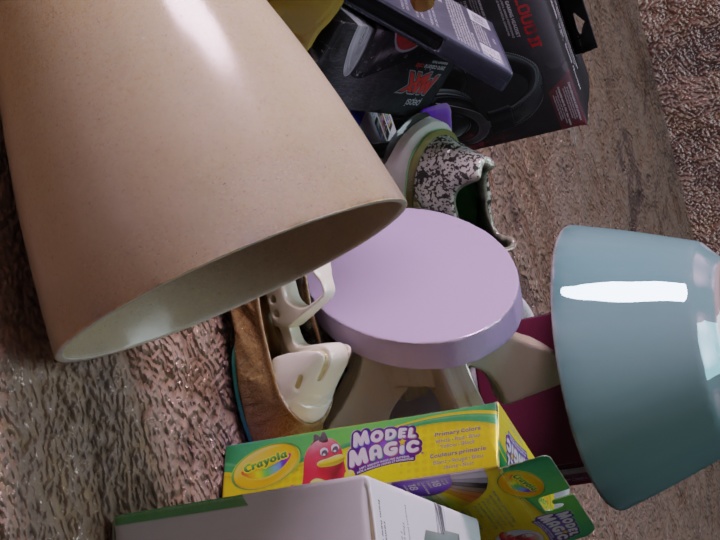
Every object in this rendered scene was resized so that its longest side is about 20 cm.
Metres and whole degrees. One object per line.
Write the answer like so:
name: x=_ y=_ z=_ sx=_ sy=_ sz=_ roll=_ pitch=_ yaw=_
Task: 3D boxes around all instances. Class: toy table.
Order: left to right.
toy table: x=0.043 y=0.049 z=1.223 sx=0.200 sy=0.183 sz=0.117 roll=-113 pitch=-171 yaw=-63

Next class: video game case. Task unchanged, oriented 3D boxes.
video game case: x=0.011 y=-0.197 z=1.301 sx=0.200 sy=0.019 sz=0.143 roll=27 pitch=18 yaw=-12

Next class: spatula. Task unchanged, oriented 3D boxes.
spatula: x=0.013 y=-0.085 z=1.340 sx=0.200 sy=0.021 sz=0.057 roll=-12 pitch=100 yaw=-49

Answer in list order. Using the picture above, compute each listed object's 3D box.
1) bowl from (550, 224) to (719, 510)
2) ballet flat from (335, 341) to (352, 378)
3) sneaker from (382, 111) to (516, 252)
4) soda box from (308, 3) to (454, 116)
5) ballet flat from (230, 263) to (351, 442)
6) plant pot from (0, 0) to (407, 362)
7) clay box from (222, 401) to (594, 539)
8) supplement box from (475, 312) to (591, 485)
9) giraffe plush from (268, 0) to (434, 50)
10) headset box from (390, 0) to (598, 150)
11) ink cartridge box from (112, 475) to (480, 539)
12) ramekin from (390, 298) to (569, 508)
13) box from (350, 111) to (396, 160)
bowl: x=0.210 y=0.058 z=1.290 sx=0.201 sy=0.105 sz=0.202 roll=-11 pitch=90 yaw=-70
ballet flat: x=0.000 y=0.000 z=1.330 sx=0.069 sy=0.069 sz=0.201 roll=-60 pitch=136 yaw=-64
sneaker: x=0.070 y=-0.011 z=1.340 sx=0.077 sy=0.088 sz=0.200 roll=-36 pitch=130 yaw=-31
soda box: x=-0.004 y=-0.155 z=1.316 sx=0.063 sy=0.071 sz=0.200 roll=40 pitch=19 yaw=20
ballet flat: x=-0.043 y=0.030 z=1.156 sx=0.068 sy=0.072 sz=0.201 roll=-5 pitch=85 yaw=-53
plant pot: x=-0.101 y=-0.084 z=0.927 sx=0.201 sy=0.187 sz=0.187 roll=66 pitch=16 yaw=7
clay box: x=0.031 y=0.133 z=1.122 sx=0.115 sy=0.199 sz=0.048 roll=55 pitch=29 yaw=-52
supplement box: x=0.159 y=0.099 z=1.399 sx=0.200 sy=0.085 sz=0.111 roll=20 pitch=61 yaw=-66
giraffe plush: x=-0.034 y=-0.245 z=1.156 sx=0.162 sy=0.199 sz=0.173 roll=-84 pitch=154 yaw=-46
headset box: x=0.084 y=-0.174 z=1.474 sx=0.077 sy=0.199 sz=0.149 roll=-81 pitch=154 yaw=-49
ink cartridge box: x=-0.025 y=0.173 z=1.015 sx=0.200 sy=0.145 sz=0.084 roll=35 pitch=46 yaw=-66
ramekin: x=0.094 y=0.124 z=1.491 sx=0.200 sy=0.097 sz=0.201 roll=-11 pitch=90 yaw=-72
box: x=0.011 y=-0.052 z=1.442 sx=0.119 sy=0.041 sz=0.200 roll=-71 pitch=143 yaw=-58
